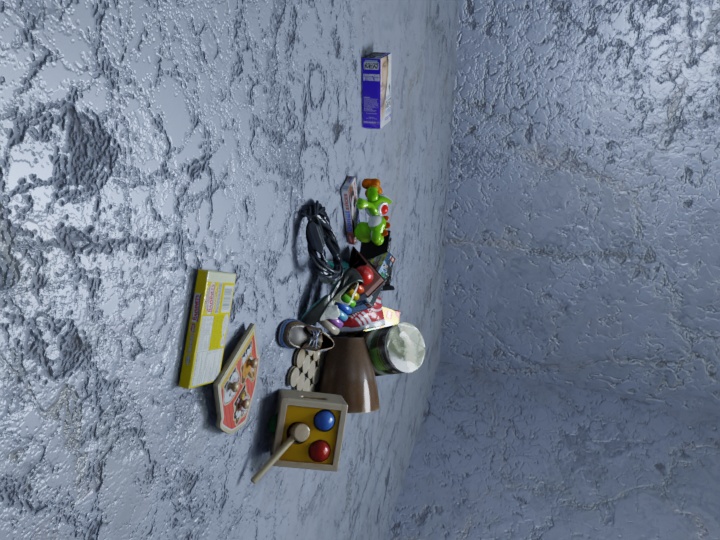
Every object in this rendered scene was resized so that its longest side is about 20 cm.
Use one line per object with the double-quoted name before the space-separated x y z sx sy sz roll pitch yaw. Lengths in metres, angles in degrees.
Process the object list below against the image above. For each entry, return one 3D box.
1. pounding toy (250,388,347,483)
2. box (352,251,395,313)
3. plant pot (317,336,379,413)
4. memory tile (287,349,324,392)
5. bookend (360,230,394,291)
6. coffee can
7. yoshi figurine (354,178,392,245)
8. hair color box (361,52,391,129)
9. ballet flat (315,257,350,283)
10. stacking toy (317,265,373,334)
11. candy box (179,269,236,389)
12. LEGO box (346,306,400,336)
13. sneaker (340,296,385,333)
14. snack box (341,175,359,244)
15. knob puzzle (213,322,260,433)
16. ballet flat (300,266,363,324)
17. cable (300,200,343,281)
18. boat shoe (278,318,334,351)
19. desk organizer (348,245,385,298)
"pounding toy" -0.143 0.386 1.307 0.142 0.199 0.185 -176 -85 -78
"box" 0.017 0.041 1.703 0.038 0.136 0.201 45 50 -21
"plant pot" -0.035 0.291 1.609 0.187 0.186 0.201 18 73 -73
"memory tile" -0.143 0.257 1.501 0.200 0.017 0.154 67 35 -60
"bookend" 0.067 -0.034 1.925 0.200 0.092 0.200 8 91 -75
"coffee can" 0.076 0.242 1.693 0.146 0.200 0.147 10 71 -33
"yoshi figurine" 0.022 -0.166 1.672 0.112 0.112 0.201 -36 -131 52
"hair color box" 0.049 -0.533 1.665 0.109 0.064 0.201 -55 148 -55
"ballet flat" -0.077 0.007 1.514 0.200 0.071 0.072 1 97 -73
"stacking toy" -0.038 0.071 1.509 0.200 0.085 0.085 -53 160 -4
"candy box" -0.266 0.101 0.986 0.102 0.026 0.201 13 86 -73
"LEGO box" 0.038 0.213 1.847 0.148 0.077 0.201 19 76 -31
"sneaker" -0.008 0.130 1.734 0.199 0.071 0.113 -8 94 -42
"snack box" -0.026 -0.175 1.658 0.072 0.024 0.201 -68 159 -44
"knob puzzle" -0.234 0.239 1.127 0.220 0.030 0.221 10 90 -81
"ballet flat" -0.066 0.077 1.439 0.200 0.068 0.068 -48 167 -13
"cable" -0.093 -0.069 1.389 0.163 0.051 0.201 -70 141 -71
"boat shoe" -0.127 0.161 1.378 0.200 0.072 0.073 22 76 -64
"desk organizer" 0.000 0.000 1.646 0.072 0.077 0.200 -44 -159 3
